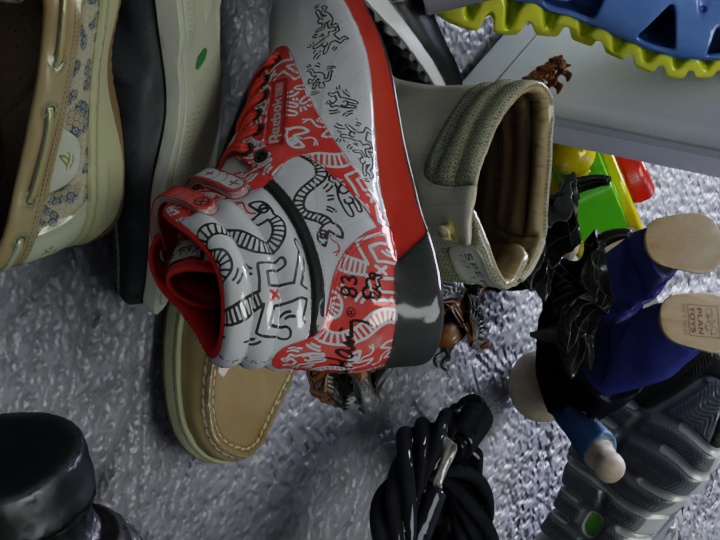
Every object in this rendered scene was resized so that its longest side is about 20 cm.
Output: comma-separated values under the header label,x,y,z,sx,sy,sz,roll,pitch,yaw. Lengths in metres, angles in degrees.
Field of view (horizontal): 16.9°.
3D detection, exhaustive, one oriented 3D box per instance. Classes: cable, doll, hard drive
label,x,y,z,sx,sy,sz,roll,pitch,yaw
cable,0.033,0.169,1.206,0.163,0.051,0.201,-52,150,-68
doll,0.123,0.041,1.239,0.048,0.200,0.137,-2,74,-21
hard drive,0.165,-0.104,1.233,0.132,0.200,0.027,-49,138,-33

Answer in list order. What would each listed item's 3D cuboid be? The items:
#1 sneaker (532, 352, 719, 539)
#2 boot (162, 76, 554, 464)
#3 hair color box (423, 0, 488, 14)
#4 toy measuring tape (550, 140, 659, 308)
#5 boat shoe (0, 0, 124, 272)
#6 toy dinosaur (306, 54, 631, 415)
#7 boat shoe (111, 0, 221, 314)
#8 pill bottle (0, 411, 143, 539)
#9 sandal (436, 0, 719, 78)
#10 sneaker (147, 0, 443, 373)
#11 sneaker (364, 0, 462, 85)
label,x,y,z,sx,sy,sz,roll,pitch,yaw
sneaker,0.159,0.116,1.347,0.115,0.075,0.200,-11,137,-60
boot,0.000,0.000,1.093,0.072,0.154,0.201,31,73,-49
hair color box,0.118,-0.188,1.097,0.061,0.199,0.099,-34,111,-71
toy measuring tape,0.131,-0.032,1.327,0.074,0.073,0.200,-66,154,-17
boat shoe,-0.139,-0.098,0.975,0.063,0.073,0.201,-28,118,-47
toy dinosaur,0.048,-0.019,1.161,0.102,0.135,0.201,21,88,-59
boat shoe,-0.098,-0.076,1.043,0.072,0.067,0.201,-58,154,-58
pill bottle,-0.132,0.166,1.002,0.112,0.112,0.201,-34,121,-41
sandal,0.129,-0.152,1.184,0.087,0.199,0.080,101,-5,-48
sneaker,-0.040,-0.047,1.021,0.108,0.067,0.202,-4,59,-20
sneaker,0.005,-0.154,1.137,0.200,0.070,0.090,50,62,-40
